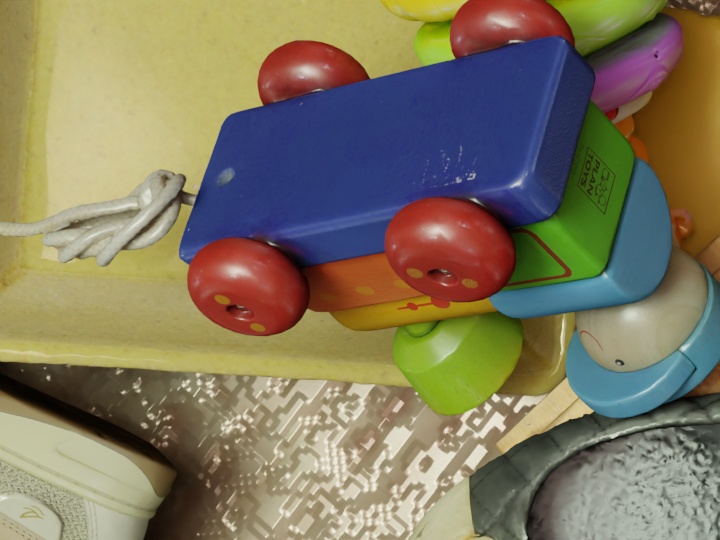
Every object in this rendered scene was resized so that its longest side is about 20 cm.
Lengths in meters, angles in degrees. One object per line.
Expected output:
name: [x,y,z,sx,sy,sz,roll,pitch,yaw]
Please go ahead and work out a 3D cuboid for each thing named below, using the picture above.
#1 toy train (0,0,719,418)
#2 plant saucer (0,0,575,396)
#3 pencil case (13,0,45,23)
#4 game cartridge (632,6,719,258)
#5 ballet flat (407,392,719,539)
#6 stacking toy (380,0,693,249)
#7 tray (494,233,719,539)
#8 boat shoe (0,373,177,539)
toy train: [0.000,0.000,0.747,0.200,0.116,0.085,-11,49,39]
plant saucer: [-0.030,-0.067,0.808,0.199,0.048,0.201,4,89,-5]
pencil case: [-0.154,-0.012,0.857,0.086,0.083,0.201,20,94,33]
game cartridge: [0.168,0.021,0.775,0.199,0.032,0.177,11,91,21]
ballet flat: [0.100,0.062,0.713,0.199,0.057,0.067,-16,82,20]
stacking toy: [0.051,-0.077,0.752,0.116,0.110,0.201,-23,105,-14]
tray: [0.140,0.093,0.747,0.099,0.037,0.200,-44,75,14]
boat shoe: [-0.157,0.046,0.789,0.199,0.072,0.065,25,92,-13]
